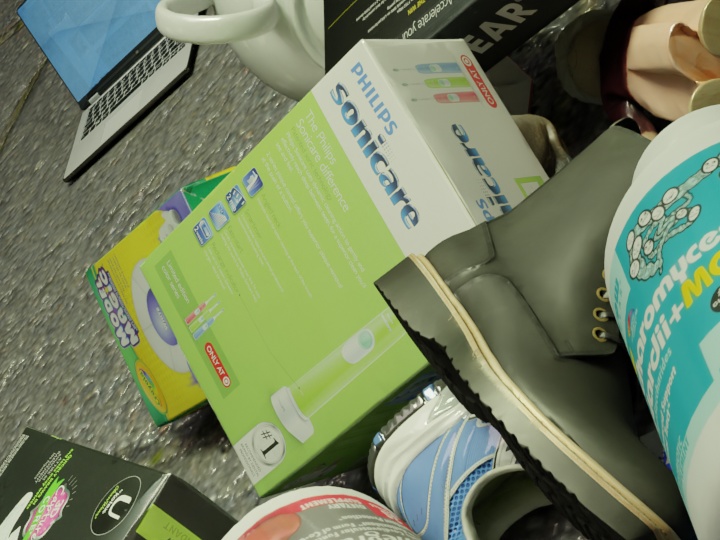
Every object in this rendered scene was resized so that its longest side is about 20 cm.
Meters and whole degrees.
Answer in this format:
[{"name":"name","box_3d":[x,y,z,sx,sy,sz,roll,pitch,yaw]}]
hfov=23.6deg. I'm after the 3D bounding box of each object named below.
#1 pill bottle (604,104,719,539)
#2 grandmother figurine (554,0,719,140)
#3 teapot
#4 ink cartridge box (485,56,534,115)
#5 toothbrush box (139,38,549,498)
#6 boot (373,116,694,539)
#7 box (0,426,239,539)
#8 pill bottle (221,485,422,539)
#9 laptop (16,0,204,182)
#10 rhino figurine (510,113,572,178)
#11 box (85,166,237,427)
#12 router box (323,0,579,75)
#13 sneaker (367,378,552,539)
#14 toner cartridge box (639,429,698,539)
[{"name":"pill bottle","box_3d":[0.145,0.019,0.575,0.111,0.111,0.200,-42,26,19]},{"name":"grandmother figurine","box_3d":[0.149,-0.110,0.881,0.200,0.060,0.122,-157,81,-75]},{"name":"teapot","box_3d":[-0.003,-0.187,1.117,0.200,0.197,0.146,-53,25,6]},{"name":"ink cartridge box","box_3d":[0.008,-0.053,1.063,0.200,0.067,0.117,-30,32,36]},{"name":"toothbrush box","box_3d":[0.000,0.000,0.872,0.200,0.086,0.146,-43,69,36]},{"name":"boot","box_3d":[0.104,0.018,0.686,0.138,0.078,0.200,-37,44,-3]},{"name":"box","box_3d":[-0.115,0.176,0.863,0.124,0.148,0.200,-57,25,-15]},{"name":"pill bottle","box_3d":[0.012,0.171,0.695,0.111,0.111,0.200,-53,27,-3]},{"name":"laptop","box_3d":[-0.257,-0.226,1.694,0.187,0.116,0.200,-38,28,28]},{"name":"rhino figurine","box_3d":[0.040,-0.019,0.946,0.200,0.060,0.088,-28,56,37]},{"name":"box","box_3d":[-0.107,0.024,1.067,0.048,0.118,0.200,-24,-5,-30]},{"name":"router box","box_3d":[0.049,-0.179,0.939,0.200,0.051,0.150,-34,50,50]},{"name":"sneaker","box_3d":[0.096,0.057,0.778,0.200,0.076,0.077,-45,48,13]},{"name":"toner cartridge box","box_3d":[0.182,0.073,0.622,0.200,0.043,0.095,-32,30,36]}]
